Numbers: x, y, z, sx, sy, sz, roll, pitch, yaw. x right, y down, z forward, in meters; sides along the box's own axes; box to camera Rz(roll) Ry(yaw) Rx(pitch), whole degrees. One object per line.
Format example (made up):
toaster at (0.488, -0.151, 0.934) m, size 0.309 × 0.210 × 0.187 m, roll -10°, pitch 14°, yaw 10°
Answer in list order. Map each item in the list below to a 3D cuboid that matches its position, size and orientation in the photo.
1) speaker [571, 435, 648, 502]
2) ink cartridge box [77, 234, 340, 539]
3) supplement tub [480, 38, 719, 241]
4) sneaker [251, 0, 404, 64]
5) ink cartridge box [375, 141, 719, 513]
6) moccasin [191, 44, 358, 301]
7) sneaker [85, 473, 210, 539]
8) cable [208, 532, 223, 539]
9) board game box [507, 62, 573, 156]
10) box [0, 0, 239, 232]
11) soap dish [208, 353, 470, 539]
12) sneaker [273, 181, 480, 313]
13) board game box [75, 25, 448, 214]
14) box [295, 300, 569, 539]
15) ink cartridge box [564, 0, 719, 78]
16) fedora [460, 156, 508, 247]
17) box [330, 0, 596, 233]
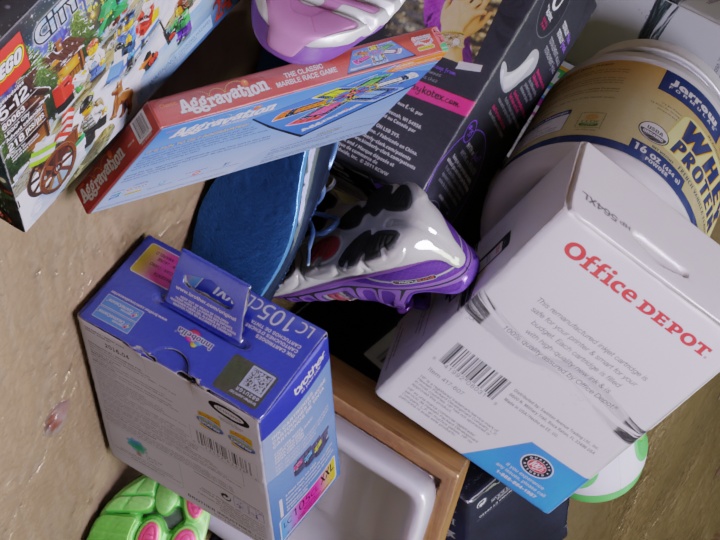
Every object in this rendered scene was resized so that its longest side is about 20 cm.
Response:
speaker at (0.165, 0.081, 1.569) m, size 0.088 × 0.088 × 0.200 m, roll -49°, pitch 147°, yaw -29°
ink cartridge box at (-0.089, 0.068, 1.300) m, size 0.076 × 0.136 × 0.200 m, roll -52°, pitch 158°, yaw -26°
supplement tub at (0.174, -0.061, 1.462) m, size 0.200 × 0.144 × 0.144 m, roll -57°, pitch 165°, yaw -52°
sneaker at (-0.018, -0.161, 1.206) m, size 0.088 × 0.080 × 0.200 m, roll -57°, pitch -173°, yaw 37°
ink cartridge box at (0.129, 0.039, 1.358) m, size 0.200 × 0.146 × 0.084 m, roll -45°, pitch -166°, yaw 35°
moccasin at (-0.041, -0.057, 1.326) m, size 0.068 × 0.080 × 0.200 m, roll -7°, pitch 125°, yaw -60°
sneaker at (-0.153, 0.211, 1.459) m, size 0.200 × 0.077 × 0.084 m, roll -65°, pitch 177°, yaw 20°
cable at (-0.135, 0.263, 1.595) m, size 0.163 × 0.051 × 0.200 m, roll -21°, pitch 139°, yaw -52°
board game box at (0.178, -0.132, 1.808) m, size 0.200 × 0.034 × 0.134 m, roll -55°, pitch 159°, yaw -14°
box at (-0.130, -0.132, 1.080) m, size 0.200 × 0.038 × 0.137 m, roll -51°, pitch 158°, yaw -25°
soap dish at (-0.022, 0.138, 1.457) m, size 0.081 × 0.200 × 0.157 m, roll -32°, pitch 145°, yaw -46°
sneaker at (0.000, 0.000, 1.377) m, size 0.083 × 0.200 × 0.081 m, roll 38°, pitch 70°, yaw -26°
board game box at (-0.053, -0.084, 1.195) m, size 0.200 × 0.019 × 0.103 m, roll -19°, pitch 167°, yaw -37°
box at (0.048, 0.123, 1.585) m, size 0.123 × 0.200 × 0.198 m, roll -39°, pitch 152°, yaw -21°
ink cartridge box at (0.231, -0.183, 1.626) m, size 0.147 × 0.200 × 0.083 m, roll -24°, pitch 139°, yaw -57°
fedora at (0.091, -0.006, 1.659) m, size 0.092 × 0.201 × 0.201 m, roll -20°, pitch 152°, yaw -3°
box at (0.056, -0.134, 1.414) m, size 0.200 × 0.106 × 0.122 m, roll -58°, pitch 161°, yaw -7°
